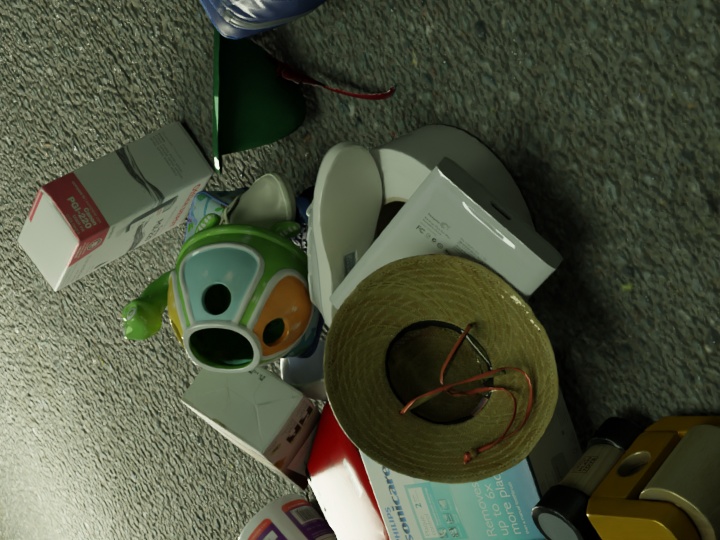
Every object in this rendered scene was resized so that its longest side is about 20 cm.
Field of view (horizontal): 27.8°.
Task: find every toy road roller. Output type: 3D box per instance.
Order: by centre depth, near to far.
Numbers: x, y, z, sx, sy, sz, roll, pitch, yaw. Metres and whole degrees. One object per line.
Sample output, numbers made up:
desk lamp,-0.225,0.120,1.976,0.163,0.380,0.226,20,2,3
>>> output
toy road roller,0.259,0.212,1.225,0.146,0.123,0.200,54,150,-14

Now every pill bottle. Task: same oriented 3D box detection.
pill bottle,-0.053,0.381,1.792,0.200,0.111,0.112,44,143,29

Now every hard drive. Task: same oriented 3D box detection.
hard drive,0.070,0.008,1.274,0.132,0.026,0.200,41,134,2

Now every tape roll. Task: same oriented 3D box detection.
tape roll,0.072,-0.030,1.358,0.202,0.071,0.203,33,137,37

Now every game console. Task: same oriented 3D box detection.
game console,0.030,0.256,1.556,0.200,0.118,0.173,59,144,43

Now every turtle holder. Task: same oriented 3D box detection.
turtle holder,-0.138,0.026,1.437,0.185,0.132,0.141,17,136,0

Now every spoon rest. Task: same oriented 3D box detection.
spoon rest,-0.047,0.108,1.616,0.061,0.099,0.200,63,159,-4

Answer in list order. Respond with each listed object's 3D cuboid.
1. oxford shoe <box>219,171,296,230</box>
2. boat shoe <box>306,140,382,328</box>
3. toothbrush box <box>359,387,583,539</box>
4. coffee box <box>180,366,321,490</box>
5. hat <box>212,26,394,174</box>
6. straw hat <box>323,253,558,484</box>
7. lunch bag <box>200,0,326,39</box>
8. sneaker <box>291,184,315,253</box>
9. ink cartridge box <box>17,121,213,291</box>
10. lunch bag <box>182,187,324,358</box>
oxford shoe,-0.128,-0.035,1.504,0.200,0.058,0.076,-39,66,48
boat shoe,-0.022,-0.036,1.365,0.068,0.072,0.201,38,145,44
toothbrush box,0.102,0.175,1.364,0.199,0.085,0.147,-14,96,44
coffee box,-0.104,0.164,1.599,0.114,0.080,0.200,31,169,21
hat,-0.063,-0.178,1.496,0.201,0.175,0.166,-95,6,-48
straw hat,0.067,0.090,1.251,0.202,0.200,0.085,58,176,7
lunch bag,-0.104,-0.323,1.336,0.132,0.136,0.201,-26,90,58
sneaker,0.000,0.000,1.472,0.201,0.078,0.070,62,152,5
ink cartridge box,-0.288,-0.077,1.718,0.085,0.200,0.146,52,147,6
lunch bag,-0.118,0.005,1.609,0.200,0.082,0.162,27,112,43
